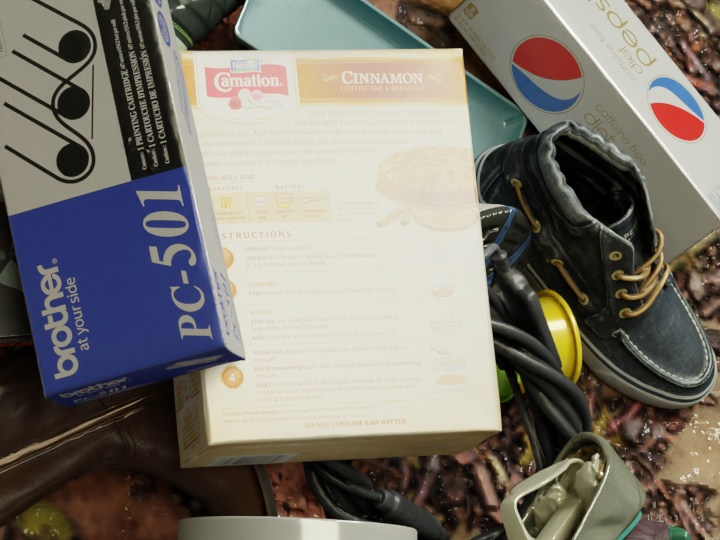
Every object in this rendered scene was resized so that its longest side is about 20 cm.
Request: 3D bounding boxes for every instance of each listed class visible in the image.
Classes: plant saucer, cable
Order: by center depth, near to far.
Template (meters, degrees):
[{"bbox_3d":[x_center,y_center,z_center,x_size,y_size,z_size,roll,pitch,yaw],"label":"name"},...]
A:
[{"bbox_3d":[0.047,0.095,1.458,0.163,0.051,0.201,-30,116,-23],"label":"cable"},{"bbox_3d":[0.011,-0.111,1.555,0.200,0.019,0.070,32,62,-25],"label":"plant saucer"}]

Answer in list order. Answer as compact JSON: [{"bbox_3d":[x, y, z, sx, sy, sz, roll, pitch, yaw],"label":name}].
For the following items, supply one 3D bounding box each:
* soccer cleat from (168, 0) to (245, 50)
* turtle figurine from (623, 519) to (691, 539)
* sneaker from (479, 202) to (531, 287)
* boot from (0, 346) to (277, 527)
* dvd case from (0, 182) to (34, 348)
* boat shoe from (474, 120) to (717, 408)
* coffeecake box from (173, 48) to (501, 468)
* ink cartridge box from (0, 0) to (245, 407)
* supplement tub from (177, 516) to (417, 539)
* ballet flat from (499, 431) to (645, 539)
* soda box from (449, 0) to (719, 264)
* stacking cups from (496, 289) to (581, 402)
[{"bbox_3d":[-0.134,-0.121,1.494,0.200,0.067,0.081,-29,122,-42],"label":"soccer cleat"},{"bbox_3d":[0.106,0.222,1.444,0.101,0.150,0.200,41,50,14],"label":"turtle figurine"},{"bbox_3d":[0.000,0.000,1.484,0.199,0.077,0.076,-12,116,-40],"label":"sneaker"},{"bbox_3d":[-0.156,0.116,1.396,0.200,0.064,0.187,-30,108,-17],"label":"boot"},{"bbox_3d":[-0.196,-0.031,1.324,0.199,0.022,0.147,-4,75,-32],"label":"dvd case"},{"bbox_3d":[0.149,0.000,1.551,0.200,0.091,0.071,45,61,-13],"label":"boat shoe"},{"bbox_3d":[-0.019,-0.007,1.367,0.153,0.073,0.201,-2,78,-16],"label":"coffeecake box"},{"bbox_3d":[-0.123,-0.043,1.304,0.094,0.044,0.201,-16,77,9],"label":"ink cartridge box"},{"bbox_3d":[-0.035,0.227,1.345,0.144,0.145,0.201,5,81,-23],"label":"supplement tub"},{"bbox_3d":[0.081,0.158,1.406,0.200,0.067,0.064,-47,113,-40],"label":"ballet flat"},{"bbox_3d":[0.146,-0.102,1.601,0.200,0.068,0.064,52,44,0],"label":"soda box"},{"bbox_3d":[0.024,0.059,1.507,0.199,0.061,0.061,-12,77,-22],"label":"stacking cups"}]
